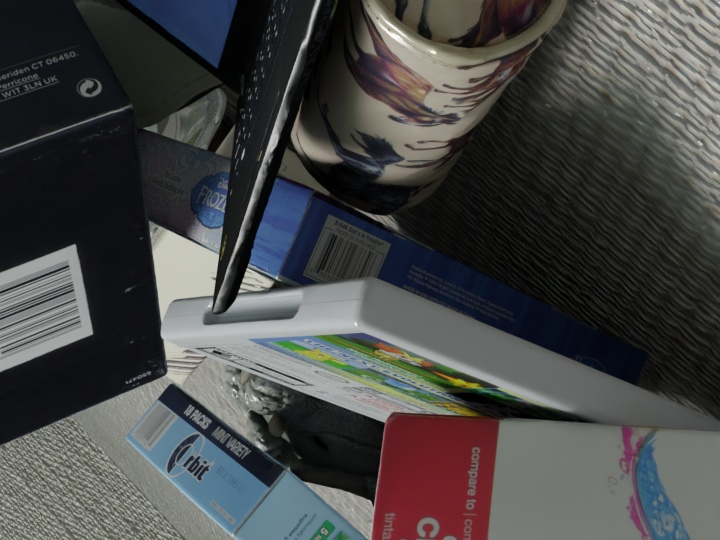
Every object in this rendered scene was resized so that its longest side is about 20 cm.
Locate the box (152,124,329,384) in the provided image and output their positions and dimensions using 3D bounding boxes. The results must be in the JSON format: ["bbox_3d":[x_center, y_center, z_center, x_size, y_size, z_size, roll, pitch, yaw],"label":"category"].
[{"bbox_3d":[-0.091,-0.005,0.958,0.068,0.082,0.200,34,152,-6],"label":"box"}]

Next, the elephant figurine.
[{"bbox_3d":[0.000,0.082,0.902,0.200,0.155,0.142,-153,48,-71],"label":"elephant figurine"}]

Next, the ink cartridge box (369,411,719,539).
[{"bbox_3d":[0.112,0.123,0.618,0.200,0.086,0.148,3,153,15],"label":"ink cartridge box"}]

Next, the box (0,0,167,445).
[{"bbox_3d":[-0.180,-0.058,0.697,0.198,0.123,0.200,57,160,29],"label":"box"}]

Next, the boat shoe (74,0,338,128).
[{"bbox_3d":[-0.079,-0.115,0.735,0.202,0.060,0.072,-7,112,52],"label":"boat shoe"}]

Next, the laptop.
[{"bbox_3d":[-0.069,-0.121,0.583,0.103,0.200,0.177,12,135,-10],"label":"laptop"}]

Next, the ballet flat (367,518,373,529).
[{"bbox_3d":[0.067,0.122,0.827,0.076,0.064,0.200,46,-165,11],"label":"ballet flat"}]

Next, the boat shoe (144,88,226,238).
[{"bbox_3d":[-0.147,-0.037,0.954,0.074,0.065,0.202,53,129,26],"label":"boat shoe"}]

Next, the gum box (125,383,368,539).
[{"bbox_3d":[-0.019,0.155,0.850,0.200,0.045,0.170,44,170,-26],"label":"gum box"}]

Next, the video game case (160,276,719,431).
[{"bbox_3d":[0.039,0.049,0.664,0.200,0.022,0.182,23,166,-26],"label":"video game case"}]

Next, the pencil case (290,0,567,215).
[{"bbox_3d":[0.020,-0.086,0.603,0.078,0.090,0.200,17,164,-5],"label":"pencil case"}]

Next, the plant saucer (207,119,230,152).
[{"bbox_3d":[-0.127,-0.089,1.045,0.200,0.032,0.200,43,162,17],"label":"plant saucer"}]

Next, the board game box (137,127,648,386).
[{"bbox_3d":[0.000,0.000,0.749,0.200,0.043,0.199,25,178,-34],"label":"board game box"}]
